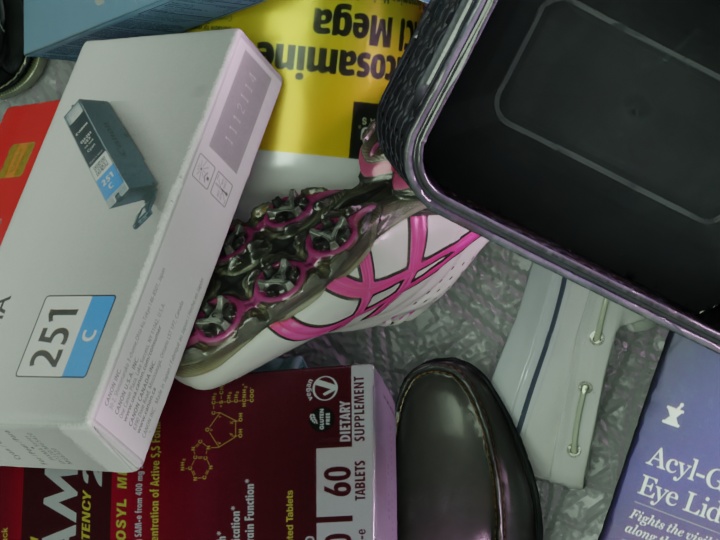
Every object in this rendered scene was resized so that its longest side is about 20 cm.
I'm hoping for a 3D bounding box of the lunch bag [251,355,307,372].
[{"bbox_3d":[-0.095,0.144,1.187,0.169,0.122,0.201,-5,90,13],"label":"lunch bag"}]

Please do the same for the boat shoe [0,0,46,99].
[{"bbox_3d":[-0.224,-0.178,1.230,0.074,0.066,0.200,-23,87,12],"label":"boat shoe"}]

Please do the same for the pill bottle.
[{"bbox_3d":[-0.028,-0.095,1.168,0.112,0.112,0.201,6,94,12],"label":"pill bottle"}]

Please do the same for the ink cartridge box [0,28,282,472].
[{"bbox_3d":[-0.141,-0.009,1.095,0.175,0.045,0.201,-2,57,36],"label":"ink cartridge box"}]

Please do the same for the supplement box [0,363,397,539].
[{"bbox_3d":[-0.085,0.107,1.103,0.199,0.061,0.110,-5,68,10],"label":"supplement box"}]

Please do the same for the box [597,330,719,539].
[{"bbox_3d":[0.207,0.064,1.129,0.147,0.104,0.201,18,96,11],"label":"box"}]

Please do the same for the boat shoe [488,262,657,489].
[{"bbox_3d":[0.113,0.008,1.169,0.066,0.074,0.201,21,109,8],"label":"boat shoe"}]

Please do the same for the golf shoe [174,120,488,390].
[{"bbox_3d":[0.000,0.000,1.100,0.200,0.073,0.092,-35,128,-17],"label":"golf shoe"}]

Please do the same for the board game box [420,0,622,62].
[{"bbox_3d":[0.073,-0.181,1.082,0.199,0.039,0.158,24,62,14],"label":"board game box"}]

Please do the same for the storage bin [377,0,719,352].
[{"bbox_3d":[0.121,-0.059,1.002,0.199,0.094,0.136,26,98,-11],"label":"storage bin"}]

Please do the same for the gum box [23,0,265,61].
[{"bbox_3d":[-0.097,-0.197,1.139,0.044,0.200,0.171,3,84,-32],"label":"gum box"}]

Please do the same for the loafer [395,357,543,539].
[{"bbox_3d":[0.043,0.138,1.127,0.072,0.072,0.201,-11,80,20],"label":"loafer"}]
